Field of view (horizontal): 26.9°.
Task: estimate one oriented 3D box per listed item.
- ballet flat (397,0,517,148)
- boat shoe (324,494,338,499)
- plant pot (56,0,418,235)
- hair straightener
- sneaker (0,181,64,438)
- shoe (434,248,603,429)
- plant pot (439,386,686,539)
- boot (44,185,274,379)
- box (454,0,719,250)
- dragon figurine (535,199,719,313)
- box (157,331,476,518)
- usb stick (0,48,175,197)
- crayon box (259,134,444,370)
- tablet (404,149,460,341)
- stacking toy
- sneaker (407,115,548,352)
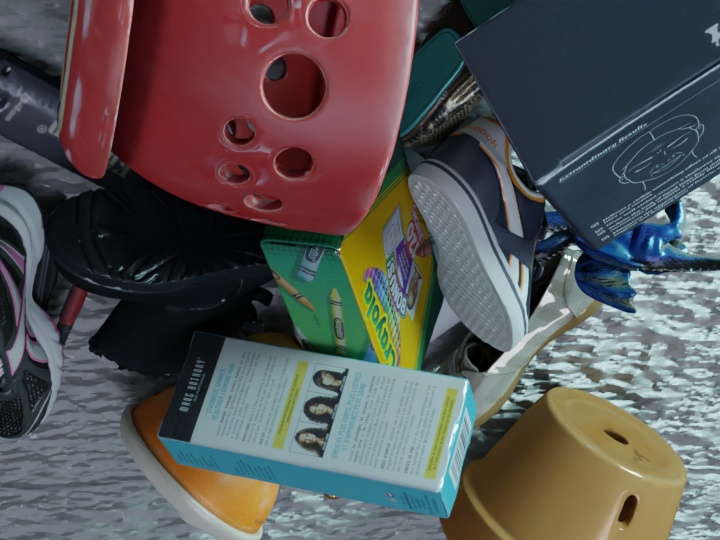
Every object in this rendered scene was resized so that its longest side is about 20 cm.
[{"bbox_3d":[0.085,-0.155,0.986,0.075,0.068,0.200,-5,145,-43],"label":"ballet flat"},{"bbox_3d":[0.007,0.108,1.206,0.071,0.068,0.201,8,135,-21],"label":"boat shoe"},{"bbox_3d":[-0.077,-0.130,0.863,0.180,0.202,0.202,6,133,-12],"label":"plant pot"},{"bbox_3d":[-0.240,0.024,1.090,0.076,0.041,0.201,26,132,-3],"label":"hair straightener"},{"bbox_3d":[-0.260,0.041,1.025,0.079,0.087,0.202,8,127,14],"label":"sneaker"},{"bbox_3d":[0.109,0.056,1.192,0.200,0.070,0.053,-45,132,16],"label":"shoe"},{"bbox_3d":[0.184,0.194,1.279,0.198,0.200,0.141,18,110,-30],"label":"plant pot"},{"bbox_3d":[-0.144,0.015,1.035,0.196,0.074,0.163,-3,152,-35],"label":"boot"},{"bbox_3d":[0.167,-0.112,0.953,0.148,0.108,0.200,-32,161,10],"label":"box"},{"bbox_3d":[0.190,-0.011,1.097,0.099,0.199,0.059,-42,148,-28],"label":"dragon figurine"},{"bbox_3d":[-0.028,0.102,1.006,0.198,0.083,0.049,9,152,17],"label":"box"},{"bbox_3d":[-0.176,-0.085,0.993,0.199,0.033,0.055,29,122,-36],"label":"usb stick"},{"bbox_3d":[0.000,0.000,1.034,0.058,0.120,0.201,7,144,21],"label":"crayon box"},{"bbox_3d":[0.032,-0.019,1.133,0.130,0.014,0.199,-38,133,21],"label":"tablet"},{"bbox_3d":[-0.074,0.098,1.164,0.200,0.146,0.146,-46,131,4],"label":"stacking toy"},{"bbox_3d":[0.096,-0.023,1.063,0.079,0.078,0.201,-46,146,-19],"label":"sneaker"}]
